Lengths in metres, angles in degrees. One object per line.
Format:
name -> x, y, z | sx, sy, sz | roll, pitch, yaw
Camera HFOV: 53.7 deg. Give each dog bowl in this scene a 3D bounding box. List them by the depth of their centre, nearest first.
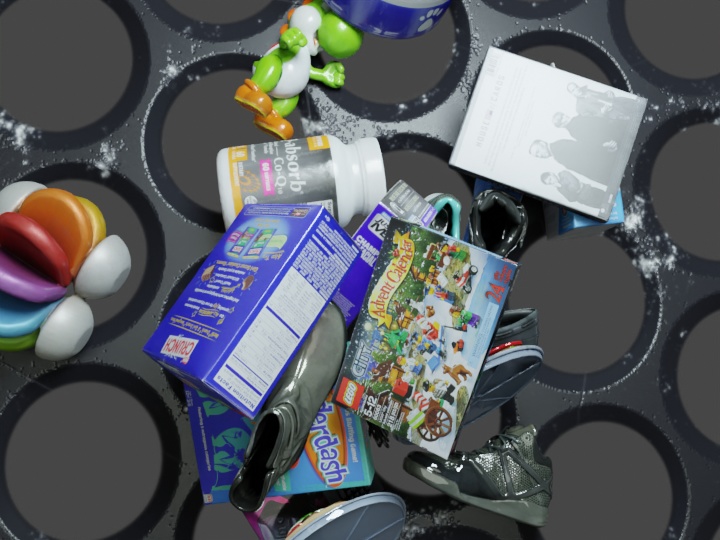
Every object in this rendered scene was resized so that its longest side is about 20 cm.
dog bowl -> 0.034, -0.395, 0.894 | 0.195, 0.079, 0.205 | 9, 62, -17

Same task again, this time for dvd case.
dvd case -> 0.219, -0.161, 0.838 | 0.196, 0.025, 0.154 | 20, 87, 7

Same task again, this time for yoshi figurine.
yoshi figurine -> -0.064, -0.266, 0.902 | 0.111, 0.112, 0.203 | 33, 80, -17

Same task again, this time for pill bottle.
pill bottle -> -0.071, -0.103, 0.872 | 0.195, 0.116, 0.120 | -9, 85, -6

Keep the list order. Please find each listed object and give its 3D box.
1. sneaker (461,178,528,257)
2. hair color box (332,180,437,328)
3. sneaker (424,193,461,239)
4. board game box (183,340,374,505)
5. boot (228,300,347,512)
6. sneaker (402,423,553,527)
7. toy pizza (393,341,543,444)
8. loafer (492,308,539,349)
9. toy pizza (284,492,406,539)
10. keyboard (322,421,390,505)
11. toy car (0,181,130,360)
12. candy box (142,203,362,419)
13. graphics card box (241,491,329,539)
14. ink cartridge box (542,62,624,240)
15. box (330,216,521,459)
sneaker -> 0.178, -0.096, 0.895 | 0.075, 0.111, 0.204 | 19, 83, -2
hair color box -> 0.000, 0.000, 0.828 | 0.064, 0.109, 0.201 | 37, 115, 1
sneaker -> 0.083, -0.005, 0.888 | 0.076, 0.091, 0.205 | 11, 83, -3
board game box -> -0.091, 0.172, 0.802 | 0.195, 0.045, 0.156 | -10, 93, 8
boot -> -0.068, 0.130, 0.706 | 0.066, 0.131, 0.205 | 18, 96, 5
sneaker -> 0.151, 0.233, 0.879 | 0.195, 0.076, 0.117 | 18, 81, -6
toy pizza -> 0.122, 0.139, 0.827 | 0.197, 0.201, 0.032 | -26, 63, -7
loafer -> 0.137, 0.073, 0.870 | 0.196, 0.068, 0.072 | 2, 103, -28
toy pizza -> -0.035, 0.316, 0.813 | 0.198, 0.202, 0.032 | -33, 52, -8
keyboard -> -0.029, 0.183, 0.867 | 0.126, 0.021, 0.203 | -26, 84, -41
toy car -> -0.378, -0.002, 0.818 | 0.173, 0.150, 0.203 | 32, 82, -1
candy box -> -0.114, 0.032, 0.728 | 0.077, 0.168, 0.202 | 45, 69, -30
graphics card box -> -0.098, 0.245, 0.867 | 0.124, 0.051, 0.202 | -33, 88, -7
ink cartridge box -> 0.271, -0.149, 0.905 | 0.066, 0.116, 0.206 | -6, 85, -3
box -> 0.063, 0.065, 0.715 | 0.134, 0.038, 0.205 | 21, 99, 17
